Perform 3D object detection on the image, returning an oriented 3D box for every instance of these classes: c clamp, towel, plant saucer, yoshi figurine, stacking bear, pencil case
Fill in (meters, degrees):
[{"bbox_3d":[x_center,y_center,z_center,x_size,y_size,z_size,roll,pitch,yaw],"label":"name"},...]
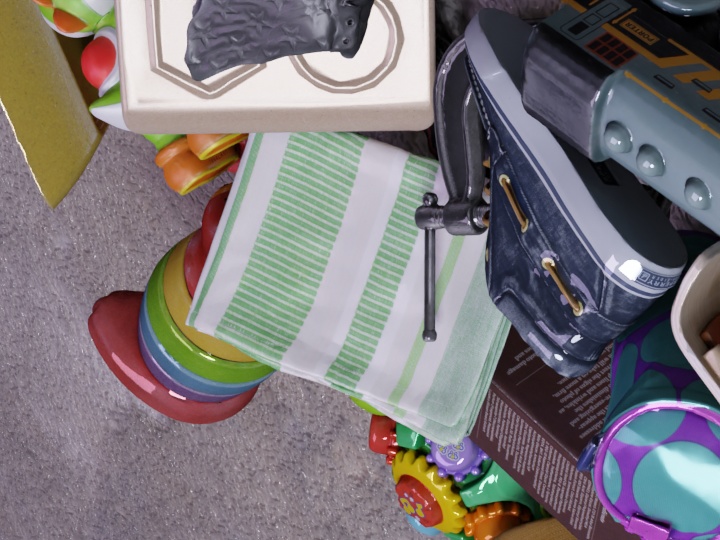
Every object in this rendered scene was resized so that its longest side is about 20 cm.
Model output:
[{"bbox_3d":[0.104,-0.056,1.350,0.199,0.027,0.172,-9,88,42],"label":"c clamp"},{"bbox_3d":[0.000,0.000,1.445,0.199,0.023,0.153,21,95,27],"label":"towel"},{"bbox_3d":[-0.216,-0.170,1.715,0.200,0.048,0.201,-80,-30,-67],"label":"plant saucer"},{"bbox_3d":[-0.134,-0.156,1.559,0.200,0.112,0.112,52,-174,6],"label":"yoshi figurine"},{"bbox_3d":[-0.083,0.011,1.595,0.114,0.121,0.200,60,149,15],"label":"stacking bear"},{"bbox_3d":[0.164,0.059,1.274,0.085,0.200,0.093,30,119,-6],"label":"pencil case"}]

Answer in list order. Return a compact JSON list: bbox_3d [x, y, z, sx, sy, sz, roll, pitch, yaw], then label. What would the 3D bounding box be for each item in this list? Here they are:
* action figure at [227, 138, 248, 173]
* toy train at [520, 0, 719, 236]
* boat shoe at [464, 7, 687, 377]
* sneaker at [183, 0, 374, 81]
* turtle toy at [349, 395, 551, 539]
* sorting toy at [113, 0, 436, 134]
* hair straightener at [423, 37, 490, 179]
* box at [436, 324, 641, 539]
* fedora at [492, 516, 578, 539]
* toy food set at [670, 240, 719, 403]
[{"bbox_3d":[-0.090,-0.138,1.604,0.065,0.051,0.201,-20,85,57],"label":"action figure"},{"bbox_3d":[0.172,-0.078,1.202,0.200,0.114,0.085,40,148,30],"label":"toy train"},{"bbox_3d":[0.088,-0.043,1.283,0.091,0.071,0.201,-51,48,31],"label":"boat shoe"},{"bbox_3d":[-0.007,-0.167,1.355,0.060,0.199,0.105,-83,-17,-59],"label":"sneaker"},{"bbox_3d":[0.058,0.102,1.568,0.145,0.101,0.201,7,129,56],"label":"turtle toy"},{"bbox_3d":[-0.050,-0.171,1.405,0.037,0.184,0.201,-87,-5,-62],"label":"sorting toy"},{"bbox_3d":[0.054,-0.113,1.451,0.200,0.041,0.077,53,141,20],"label":"hair straightener"},{"bbox_3d":[0.135,0.085,1.444,0.200,0.100,0.075,42,149,28],"label":"box"},{"bbox_3d":[0.129,0.196,1.508,0.201,0.199,0.082,126,133,-60],"label":"fedora"},{"bbox_3d":[0.246,0.061,1.211,0.060,0.143,0.200,-40,82,30],"label":"toy food set"}]
